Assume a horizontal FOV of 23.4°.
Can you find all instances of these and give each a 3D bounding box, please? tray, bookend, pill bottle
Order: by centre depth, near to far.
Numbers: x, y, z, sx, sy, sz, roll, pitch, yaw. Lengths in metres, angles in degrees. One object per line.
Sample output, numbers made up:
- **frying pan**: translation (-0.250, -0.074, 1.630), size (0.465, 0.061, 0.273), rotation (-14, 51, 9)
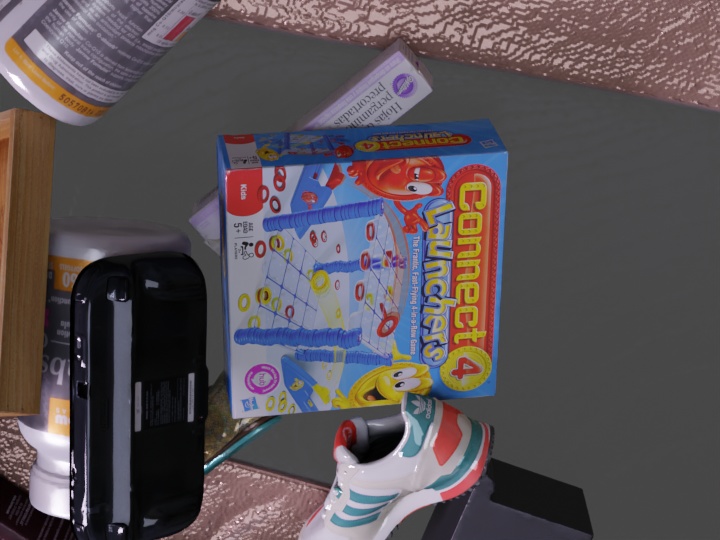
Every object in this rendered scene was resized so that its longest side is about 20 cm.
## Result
- **pill bottle**: translation (-0.154, -0.200, 1.160), size (0.200, 0.116, 0.116), rotation (-41, 104, 16)
- **tray**: translation (-0.249, -0.002, 1.181), size (0.037, 0.098, 0.201), rotation (10, 78, -39)
- **pill bottle**: translation (-0.183, 0.068, 1.237), size (0.116, 0.116, 0.201), rotation (4, 98, 0)
- **bookend**: translation (0.141, 0.249, 1.334), size (0.198, 0.092, 0.201), rotation (19, 109, -7)

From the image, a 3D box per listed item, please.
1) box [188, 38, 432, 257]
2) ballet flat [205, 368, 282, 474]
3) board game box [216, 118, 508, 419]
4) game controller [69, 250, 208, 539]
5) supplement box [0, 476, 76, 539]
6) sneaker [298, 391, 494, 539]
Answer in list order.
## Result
- **box**: translation (-0.036, -0.086, 1.240), size (0.200, 0.041, 0.039), rotation (-38, 107, 14)
- **ballet flat**: translation (-0.145, 0.144, 1.325), size (0.200, 0.071, 0.071), rotation (-41, 104, 16)
- **board game box**: translation (0.000, 0.000, 1.230), size (0.195, 0.056, 0.201), rotation (-5, 119, -9)
- **game controller**: translation (-0.147, 0.088, 1.170), size (0.042, 0.104, 0.201), rotation (12, 104, 40)
- **supplement box**: translation (-0.269, 0.241, 1.363), size (0.200, 0.061, 0.109), rotation (36, 108, -10)
- **sneaker**: translation (0.004, 0.149, 1.287), size (0.093, 0.071, 0.200), rotation (35, 130, -24)
